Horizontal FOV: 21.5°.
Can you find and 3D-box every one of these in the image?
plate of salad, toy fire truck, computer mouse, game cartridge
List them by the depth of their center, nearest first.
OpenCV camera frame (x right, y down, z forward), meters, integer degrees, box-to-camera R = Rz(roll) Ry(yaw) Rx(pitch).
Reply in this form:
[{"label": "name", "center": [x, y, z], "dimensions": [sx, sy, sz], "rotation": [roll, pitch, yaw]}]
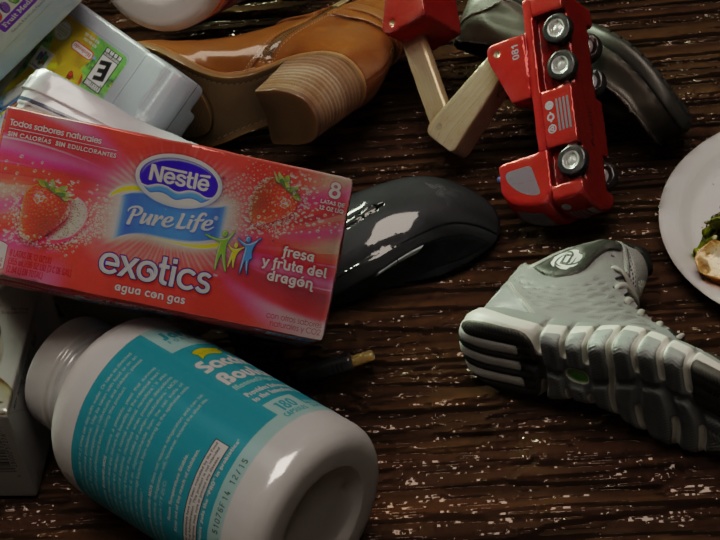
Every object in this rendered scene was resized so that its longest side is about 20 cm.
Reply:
[{"label": "plate of salad", "center": [0.286, -0.041, 1.181], "dimensions": [0.199, 0.048, 0.201], "rotation": [-5, 44, 5]}, {"label": "computer mouse", "center": [0.000, 0.000, 1.187], "dimensions": [0.199, 0.046, 0.141], "rotation": [-15, 43, -6]}, {"label": "toy fire truck", "center": [0.089, -0.118, 1.251], "dimensions": [0.140, 0.049, 0.201], "rotation": [-16, 69, 32]}, {"label": "game cartridge", "center": [-0.202, -0.111, 1.298], "dimensions": [0.200, 0.040, 0.134], "rotation": [36, 95, 42]}]

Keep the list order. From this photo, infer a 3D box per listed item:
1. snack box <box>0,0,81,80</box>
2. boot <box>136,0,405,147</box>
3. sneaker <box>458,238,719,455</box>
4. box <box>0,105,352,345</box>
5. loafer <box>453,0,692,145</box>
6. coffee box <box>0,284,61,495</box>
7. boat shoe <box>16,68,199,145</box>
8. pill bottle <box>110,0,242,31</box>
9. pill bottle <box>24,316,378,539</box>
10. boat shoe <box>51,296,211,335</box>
[{"label": "snack box", "center": [-0.284, -0.179, 1.341], "dimensions": [0.200, 0.053, 0.143], "rotation": [-39, 41, 21]}, {"label": "boot", "center": [-0.066, -0.156, 1.343], "dimensions": [0.199, 0.077, 0.155], "rotation": [6, 36, 34]}, {"label": "sneaker", "center": [0.166, 0.030, 1.111], "dimensions": [0.199, 0.075, 0.116], "rotation": [17, 47, 26]}, {"label": "box", "center": [-0.112, -0.022, 1.089], "dimensions": [0.199, 0.103, 0.095], "rotation": [12, 84, -5]}, {"label": "loafer", "center": [0.141, -0.133, 1.295], "dimensions": [0.200, 0.073, 0.071], "rotation": [38, 91, 37]}, {"label": "coffee box", "center": [-0.287, 0.069, 1.140], "dimensions": [0.199, 0.080, 0.113], "rotation": [-1, 45, 8]}, {"label": "boat shoe", "center": [-0.131, -0.054, 1.195], "dimensions": [0.199, 0.074, 0.067], "rotation": [26, 85, 7]}, {"label": "pill bottle", "center": [-0.101, -0.250, 1.380], "dimensions": [0.109, 0.110, 0.200], "rotation": [14, 26, 22]}, {"label": "pill bottle", "center": [-0.095, 0.096, 1.059], "dimensions": [0.199, 0.111, 0.111], "rotation": [27, 54, 31]}, {"label": "boat shoe", "center": [-0.174, 0.002, 1.195], "dimensions": [0.200, 0.070, 0.072], "rotation": [-2, 45, 16]}]
